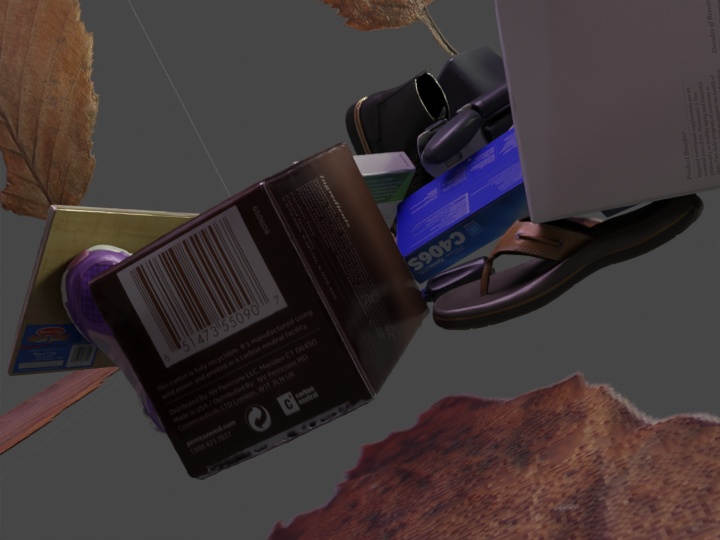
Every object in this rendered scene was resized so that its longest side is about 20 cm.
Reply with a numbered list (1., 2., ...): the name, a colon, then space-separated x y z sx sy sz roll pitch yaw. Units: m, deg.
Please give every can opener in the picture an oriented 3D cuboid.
1. can opener: 0.148 -0.165 1.025 0.198 0.054 0.067 -33 17 -14

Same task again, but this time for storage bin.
1. storage bin: 0.133 -0.166 1.171 0.145 0.135 0.201 -29 -19 -41

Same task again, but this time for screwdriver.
1. screwdriver: 0.026 0.034 0.830 0.197 0.028 0.029 -23 -30 17

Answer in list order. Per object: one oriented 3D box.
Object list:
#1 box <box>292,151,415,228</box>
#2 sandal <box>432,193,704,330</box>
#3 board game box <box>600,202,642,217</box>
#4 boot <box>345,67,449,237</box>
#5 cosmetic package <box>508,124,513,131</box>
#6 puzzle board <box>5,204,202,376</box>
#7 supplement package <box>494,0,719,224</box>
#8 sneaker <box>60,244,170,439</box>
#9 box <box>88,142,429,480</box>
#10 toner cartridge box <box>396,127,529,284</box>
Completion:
1. box: -0.032 -0.044 1.072 0.142 0.037 0.202 -10 -37 -31
2. sandal: 0.136 -0.018 0.658 0.197 0.055 0.082 -26 8 17
3. board game box: 0.253 -0.159 0.809 0.134 0.034 0.203 -25 47 37
4. boot: 0.071 -0.119 1.089 0.077 0.202 0.137 -39 12 -36
5. cosmetic package: 0.255 -0.185 0.988 0.107 0.085 0.200 -20 -22 -47
6. puzzle board: -0.209 0.016 0.845 0.198 0.017 0.153 0 -63 -52
7. supplement package: 0.198 -0.134 0.638 0.196 0.155 0.151 -10 9 11
8. sneaker: -0.172 0.068 0.797 0.080 0.202 0.088 -37 26 -17
9. box: -0.066 0.022 0.737 0.164 0.166 0.200 -26 6 21
10. toner cartridge box: 0.124 -0.075 0.969 0.198 0.043 0.096 -32 35 28
